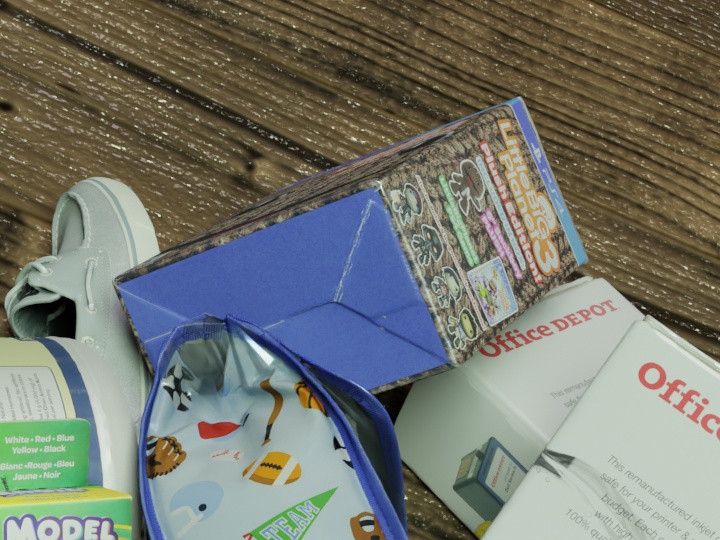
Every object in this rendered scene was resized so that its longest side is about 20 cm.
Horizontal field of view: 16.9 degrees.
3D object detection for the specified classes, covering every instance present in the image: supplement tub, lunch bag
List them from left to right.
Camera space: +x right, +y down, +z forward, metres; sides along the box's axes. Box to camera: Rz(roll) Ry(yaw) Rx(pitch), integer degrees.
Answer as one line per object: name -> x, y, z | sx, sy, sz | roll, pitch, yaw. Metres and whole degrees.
supplement tub -> -0.210, 0.101, 1.050 | 0.200, 0.145, 0.145 | 1, 42, -29
lunch bag -> -0.032, 0.137, 1.062 | 0.124, 0.170, 0.200 | -18, 47, -10

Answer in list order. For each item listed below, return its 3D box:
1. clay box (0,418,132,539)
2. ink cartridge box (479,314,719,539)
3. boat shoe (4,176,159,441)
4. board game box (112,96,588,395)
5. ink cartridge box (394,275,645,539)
clay box -> -0.152, 0.162, 0.975 | 0.115, 0.200, 0.048 | -1, 5, -30
ink cartridge box -> 0.138, 0.143, 1.137 | 0.145, 0.200, 0.083 | 37, 6, 17
boat shoe -> -0.144, 0.022, 1.249 | 0.071, 0.070, 0.201 | 11, 41, -26
board game box -> 0.000, 0.000, 1.233 | 0.097, 0.159, 0.200 | 67, 27, -5
ink cartridge box -> 0.136, 0.108, 1.285 | 0.145, 0.088, 0.200 | -19, 55, -44
